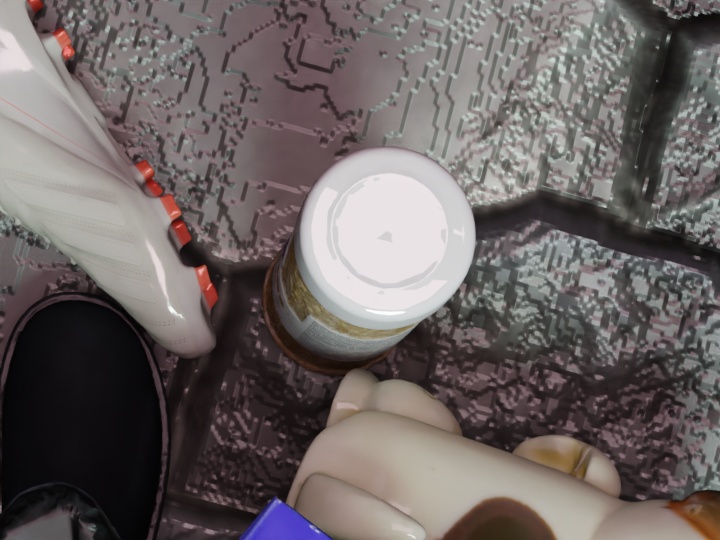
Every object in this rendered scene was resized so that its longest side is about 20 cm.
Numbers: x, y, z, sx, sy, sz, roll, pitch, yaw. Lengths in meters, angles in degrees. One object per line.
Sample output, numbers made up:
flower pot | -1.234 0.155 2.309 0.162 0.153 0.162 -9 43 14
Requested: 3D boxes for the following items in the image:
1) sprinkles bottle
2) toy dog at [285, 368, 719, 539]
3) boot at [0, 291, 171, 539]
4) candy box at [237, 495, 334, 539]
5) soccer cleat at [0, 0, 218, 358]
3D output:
sprinkles bottle | 0.000 0.000 1.194 0.068 0.200 0.068 1 81 -6
toy dog | 0.071 0.119 1.193 0.200 0.194 0.140 18 70 5
boot | -0.115 0.097 1.183 0.076 0.168 0.200 2 80 -4
candy box | -0.004 0.209 1.062 0.200 0.077 0.169 38 78 4
soccer cleat | -0.132 -0.038 1.258 0.078 0.069 0.200 -32 79 -5
